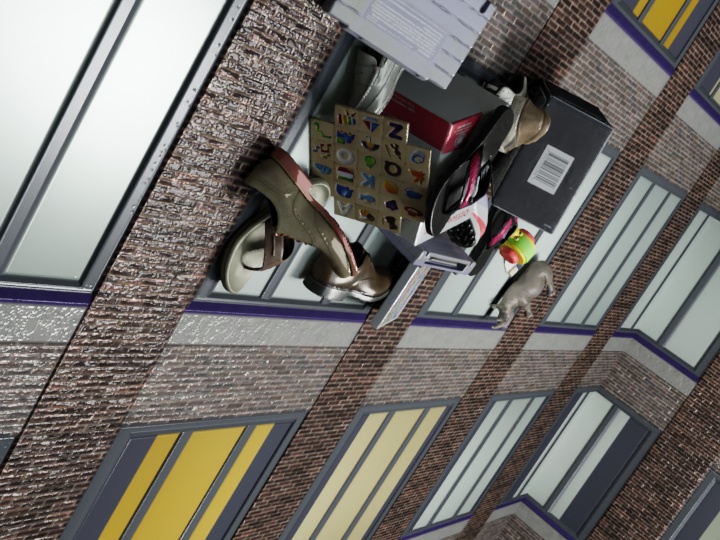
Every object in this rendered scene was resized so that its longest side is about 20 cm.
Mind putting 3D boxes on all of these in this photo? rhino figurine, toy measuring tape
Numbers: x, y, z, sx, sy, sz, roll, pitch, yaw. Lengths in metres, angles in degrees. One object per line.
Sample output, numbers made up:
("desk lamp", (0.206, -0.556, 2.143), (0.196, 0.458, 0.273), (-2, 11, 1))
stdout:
("rhino figurine", (0.346, 0.056, 2.225), (0.200, 0.060, 0.088), (-42, 132, -17))
("toy measuring tape", (0.318, -0.029, 2.072), (0.074, 0.074, 0.200), (-45, 152, -14))

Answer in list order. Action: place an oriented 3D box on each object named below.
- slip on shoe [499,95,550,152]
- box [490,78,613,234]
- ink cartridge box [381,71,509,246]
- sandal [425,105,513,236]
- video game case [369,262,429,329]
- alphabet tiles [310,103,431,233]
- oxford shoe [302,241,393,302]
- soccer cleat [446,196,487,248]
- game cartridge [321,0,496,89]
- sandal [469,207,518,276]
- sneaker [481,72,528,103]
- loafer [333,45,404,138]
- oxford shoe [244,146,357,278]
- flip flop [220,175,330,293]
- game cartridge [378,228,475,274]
("slip on shoe", (0.240, -0.212, 1.518), (0.200, 0.060, 0.076), (59, 50, -85))
("box", (0.313, -0.194, 1.721), (0.200, 0.123, 0.198), (-62, -176, 19))
("ink cartridge box", (0.090, -0.167, 1.462), (0.145, 0.144, 0.201), (-26, 141, -45))
("sandal", (0.153, -0.129, 1.376), (0.200, 0.045, 0.075), (-54, 157, -2))
("video game case", (0.078, 0.028, 1.750), (0.143, 0.018, 0.200), (-57, 172, 8))
("alphabet tiles", (0.012, -0.133, 1.374), (0.200, 0.166, 0.006), (92, 19, -49))
("oxford shoe", (0.000, 0.000, 1.606), (0.200, 0.073, 0.085), (1, 120, -58))
("soccer cleat", (0.160, -0.133, 1.590), (0.073, 0.068, 0.201), (-48, 137, -41))
("game cartridge", (0.060, -0.321, 1.266), (0.200, 0.038, 0.130), (27, 106, -33))
("sandal", (0.264, -0.067, 1.967), (0.075, 0.045, 0.201), (-13, 134, -51))
("sneaker", (0.194, -0.255, 1.622), (0.200, 0.075, 0.088), (-33, 133, -42))
("loafer", (0.019, -0.265, 1.338), (0.070, 0.070, 0.200), (28, 102, -26))
("oxford shoe", (-0.077, -0.061, 1.343), (0.075, 0.070, 0.200), (-38, 107, -11))
("flip flop", (-0.110, -0.044, 1.390), (0.200, 0.058, 0.081), (-43, 152, -8))
("game cartridge", (0.091, -0.050, 1.607), (0.038, 0.130, 0.200), (-54, 153, 14))
